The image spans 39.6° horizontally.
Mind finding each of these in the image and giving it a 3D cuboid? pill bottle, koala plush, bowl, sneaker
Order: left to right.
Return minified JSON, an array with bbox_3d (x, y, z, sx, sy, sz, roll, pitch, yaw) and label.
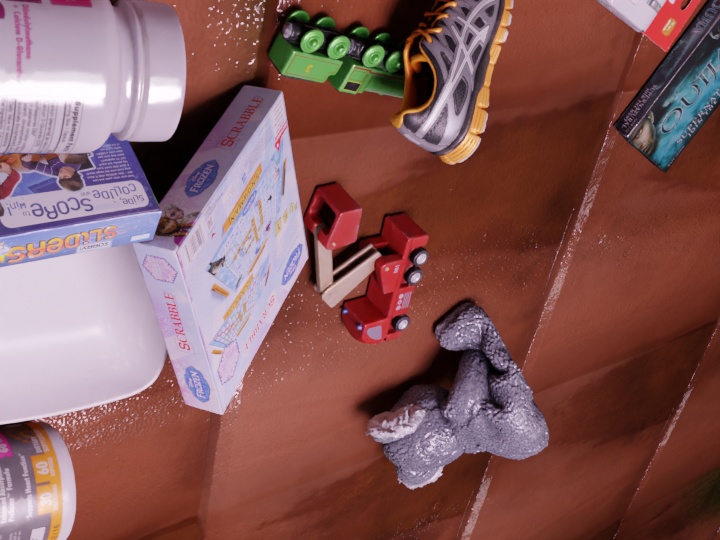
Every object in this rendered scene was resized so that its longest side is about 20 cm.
[{"bbox_3d":[-0.357,0.200,0.856,0.198,0.116,0.117,-4,127,-40],"label":"pill bottle"},{"bbox_3d":[-0.223,-0.135,0.656,0.198,0.114,0.114,-3,127,-29],"label":"pill bottle"},{"bbox_3d":[-0.252,0.023,0.825,0.198,0.075,0.201,-9,129,-38],"label":"bowl"},{"bbox_3d":[0.078,-0.200,0.876,0.077,0.078,0.203,14,80,-29],"label":"sneaker"},{"bbox_3d":[0.110,0.182,1.231,0.198,0.185,0.178,-28,140,-2],"label":"koala plush"}]

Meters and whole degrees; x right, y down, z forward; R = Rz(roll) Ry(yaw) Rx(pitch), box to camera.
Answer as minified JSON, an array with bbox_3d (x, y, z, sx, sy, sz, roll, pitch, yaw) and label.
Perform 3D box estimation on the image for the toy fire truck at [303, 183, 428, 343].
[{"bbox_3d":[0.000,0.000,1.050,0.140,0.049,0.202,-13,133,-33],"label":"toy fire truck"}]

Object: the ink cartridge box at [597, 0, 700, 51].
[{"bbox_3d":[0.344,-0.327,1.069,0.199,0.050,0.162,16,113,-46],"label":"ink cartridge box"}]

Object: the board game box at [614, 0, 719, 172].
[{"bbox_3d":[0.406,-0.227,1.227,0.135,0.028,0.201,21,109,-50],"label":"board game box"}]

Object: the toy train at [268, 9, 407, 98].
[{"bbox_3d":[0.004,-0.185,0.897,0.199,0.042,0.057,3,132,-43],"label":"toy train"}]

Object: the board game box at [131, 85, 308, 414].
[{"bbox_3d":[-0.109,-0.017,0.856,0.201,0.041,0.201,84,25,-45],"label":"board game box"}]

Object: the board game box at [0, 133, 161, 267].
[{"bbox_3d":[-0.255,-0.067,0.689,0.198,0.136,0.035,-12,151,-33],"label":"board game box"}]
